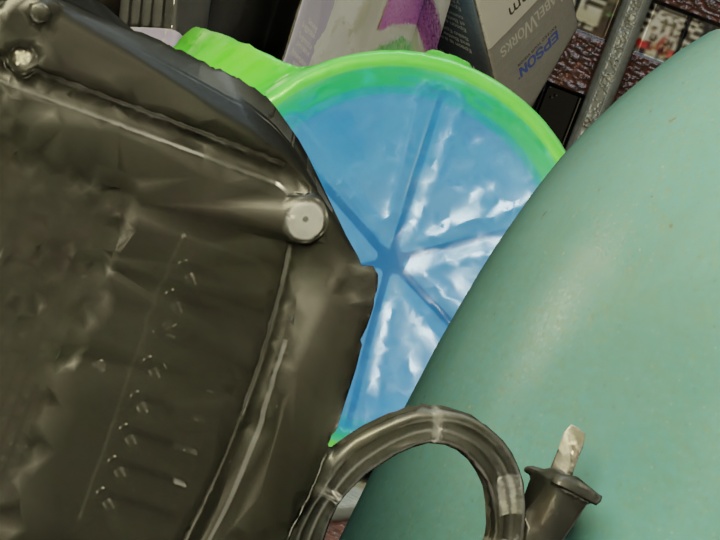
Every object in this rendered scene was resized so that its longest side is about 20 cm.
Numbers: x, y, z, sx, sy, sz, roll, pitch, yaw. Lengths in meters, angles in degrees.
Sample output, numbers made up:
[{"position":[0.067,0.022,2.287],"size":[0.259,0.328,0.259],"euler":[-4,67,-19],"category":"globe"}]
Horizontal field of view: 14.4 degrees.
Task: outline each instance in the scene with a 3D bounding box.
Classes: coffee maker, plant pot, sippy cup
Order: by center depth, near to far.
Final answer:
[{"position":[-0.080,0.005,0.586],"size":[0.192,0.135,0.200],"euler":[45,-2,-17],"category":"coffee maker"},{"position":[0.105,0.044,0.613],"size":[0.199,0.162,0.201],"euler":[22,4,-2],"category":"plant pot"},{"position":[0.000,0.000,0.974],"size":[0.139,0.179,0.130],"euler":[-8,-2,-11],"category":"sippy cup"}]

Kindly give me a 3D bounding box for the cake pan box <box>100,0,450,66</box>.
[{"position":[-0.038,-0.088,1.098],"size":[0.052,0.185,0.200],"euler":[5,-23,27],"category":"cake pan box"}]

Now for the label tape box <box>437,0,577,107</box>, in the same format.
[{"position":[0.022,-0.141,1.288],"size":[0.144,0.063,0.200],"euler":[31,-25,31],"category":"label tape box"}]
